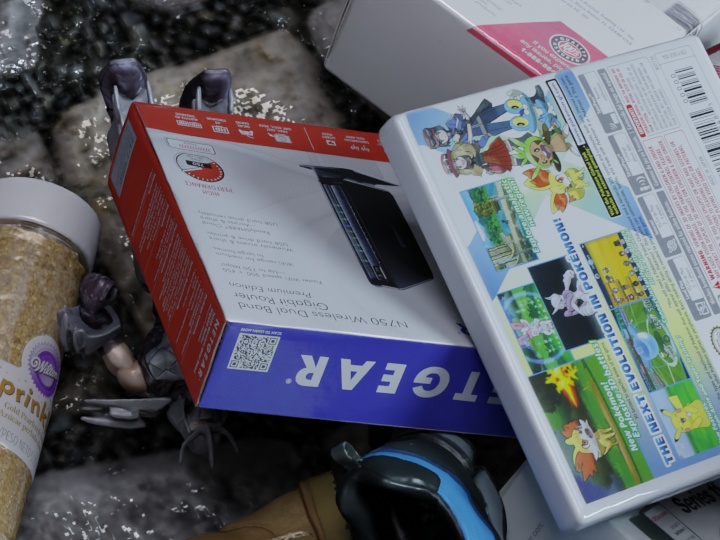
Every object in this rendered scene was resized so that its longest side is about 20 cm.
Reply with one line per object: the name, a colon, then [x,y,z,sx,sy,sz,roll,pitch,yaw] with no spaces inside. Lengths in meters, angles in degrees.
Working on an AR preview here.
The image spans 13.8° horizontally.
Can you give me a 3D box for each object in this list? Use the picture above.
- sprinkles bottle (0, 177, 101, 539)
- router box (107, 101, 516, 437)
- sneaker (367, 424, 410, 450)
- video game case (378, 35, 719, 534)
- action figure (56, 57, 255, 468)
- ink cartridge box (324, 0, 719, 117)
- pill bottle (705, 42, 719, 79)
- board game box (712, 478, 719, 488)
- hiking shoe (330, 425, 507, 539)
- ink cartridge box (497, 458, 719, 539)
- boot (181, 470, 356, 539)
sprinkles bottle: [-0.180,0.053,1.446,0.068,0.068,0.201,12,58,0]
router box: [0.000,0.000,1.371,0.199,0.049,0.180,6,32,-25]
sneaker: [-0.003,0.012,1.495,0.114,0.076,0.200,6,55,-2]
video game case: [0.123,0.001,1.339,0.182,0.022,0.201,-16,76,-32]
action figure: [-0.088,0.000,1.455,0.129,0.069,0.201,-2,73,-20]
ink cartridge box: [0.100,-0.133,1.560,0.146,0.083,0.200,37,41,15]
pill bottle: [0.202,-0.065,1.511,0.109,0.110,0.200,39,32,16]
board game box: [0.275,0.066,1.419,0.199,0.041,0.200,40,64,-4]
hiking shoe: [0.053,0.161,1.295,0.200,0.074,0.087,53,23,14]
ink cartridge box: [0.154,0.165,1.374,0.200,0.083,0.146,41,20,17]
boot: [-0.084,0.182,1.326,0.199,0.066,0.175,-22,28,0]
